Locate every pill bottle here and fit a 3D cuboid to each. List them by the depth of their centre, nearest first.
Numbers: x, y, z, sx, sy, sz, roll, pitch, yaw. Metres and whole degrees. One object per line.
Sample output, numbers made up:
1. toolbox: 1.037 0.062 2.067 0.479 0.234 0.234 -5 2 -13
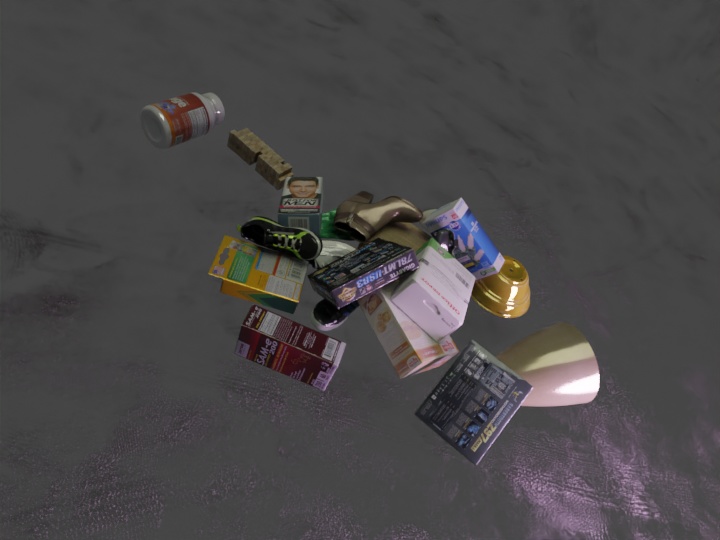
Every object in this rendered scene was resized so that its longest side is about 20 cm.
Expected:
1. pill bottle: -0.458 -0.398 1.413 0.112 0.112 0.200 40 47 13

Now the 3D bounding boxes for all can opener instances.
1. can opener: 0.208 -0.006 1.326 0.066 0.200 0.053 -14 18 -23

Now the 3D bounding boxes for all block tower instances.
1. block tower: -0.268 -0.303 1.455 0.200 0.054 0.058 41 47 12

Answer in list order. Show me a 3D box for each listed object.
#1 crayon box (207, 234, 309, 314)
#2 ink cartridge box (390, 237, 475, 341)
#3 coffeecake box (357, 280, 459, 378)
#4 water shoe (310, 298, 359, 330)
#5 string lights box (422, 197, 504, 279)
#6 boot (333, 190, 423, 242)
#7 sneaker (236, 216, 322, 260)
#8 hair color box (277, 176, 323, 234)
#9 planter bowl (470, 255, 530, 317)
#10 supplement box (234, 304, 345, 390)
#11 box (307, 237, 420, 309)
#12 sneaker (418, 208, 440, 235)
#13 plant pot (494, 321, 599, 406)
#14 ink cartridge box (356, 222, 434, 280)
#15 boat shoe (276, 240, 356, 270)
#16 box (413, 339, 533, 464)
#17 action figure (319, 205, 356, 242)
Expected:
1. crayon box: -0.226 0.008 1.207 0.200 0.052 0.126 18 46 -9
2. ink cartridge box: 0.165 0.039 1.204 0.146 0.084 0.200 43 35 -6
3. coffeecake box: 0.105 0.122 1.196 0.153 0.073 0.200 -2 56 -50
4. water shoe: -0.034 0.061 1.226 0.071 0.079 0.200 43 48 15
5. string lights box: 0.259 -0.073 1.357 0.200 0.103 0.059 51 46 -13
6. boot: 0.037 -0.123 1.330 0.200 0.070 0.146 19 49 15
7. sneaker: -0.184 -0.064 1.208 0.200 0.072 0.083 17 22 18
8. hair color box: -0.144 -0.163 1.335 0.099 0.061 0.200 0 34 -2
9. planter bowl: 0.381 0.020 1.440 0.200 0.083 0.201 12 47 -13
10. supplement box: -0.142 0.155 1.078 0.200 0.109 0.061 23 46 -2
11. box: 0.000 0.000 1.187 0.200 0.198 0.050 -28 106 -14
12. sneaker: 0.248 -0.097 1.490 0.200 0.070 0.093 27 40 -4
13. plant pot: 0.389 0.229 1.216 0.200 0.187 0.187 -12 56 -14
14. ink cartridge box: 0.107 -0.043 1.380 0.200 0.075 0.165 33 45 7
15. boat shoe: -0.102 -0.034 1.289 0.200 0.072 0.069 13 61 -15
16. box: 0.232 0.269 1.118 0.158 0.051 0.200 37 81 12
17. action figure: -0.103 -0.102 1.355 0.200 0.055 0.118 -13 59 -28
